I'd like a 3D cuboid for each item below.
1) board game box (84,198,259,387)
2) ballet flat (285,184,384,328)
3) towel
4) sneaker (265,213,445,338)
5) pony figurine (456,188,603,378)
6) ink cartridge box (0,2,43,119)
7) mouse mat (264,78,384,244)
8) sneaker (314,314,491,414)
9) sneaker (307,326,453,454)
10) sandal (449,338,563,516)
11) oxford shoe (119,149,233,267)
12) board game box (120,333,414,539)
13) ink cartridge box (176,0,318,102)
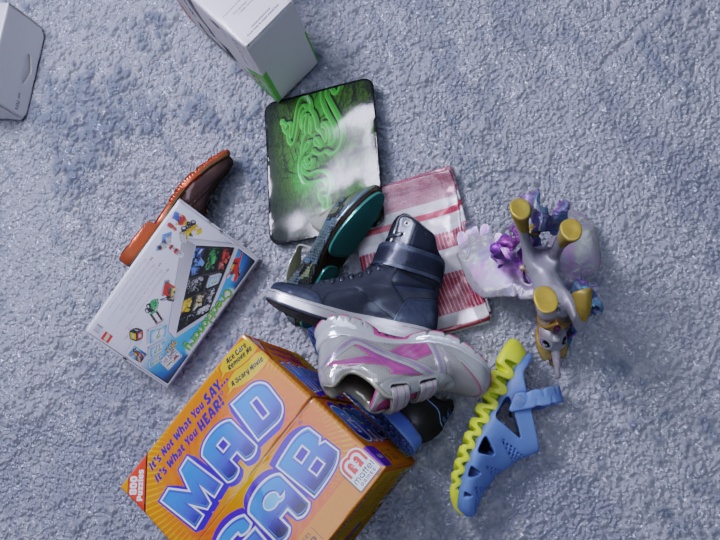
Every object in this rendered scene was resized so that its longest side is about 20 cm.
[{"bbox_3d":[-0.235,0.028,0.975,0.126,0.035,0.201,37,88,-14],"label":"board game box"},{"bbox_3d":[-0.046,-0.028,0.940,0.074,0.074,0.202,35,100,17],"label":"ballet flat"},{"bbox_3d":[0.069,-0.017,0.949,0.142,0.023,0.203,-16,76,11],"label":"towel"},{"bbox_3d":[0.000,0.000,0.892,0.199,0.077,0.149,13,79,-5],"label":"sneaker"},{"bbox_3d":[0.195,0.001,0.840,0.164,0.201,0.196,-13,64,5],"label":"pony figurine"},{"bbox_3d":[-0.584,-0.308,1.130,0.197,0.086,0.149,6,80,16],"label":"ink cartridge box"},{"bbox_3d":[-0.050,-0.141,0.997,0.158,0.008,0.203,-10,73,19],"label":"mouse mat"},{"bbox_3d":[0.041,0.116,0.829,0.197,0.082,0.089,9,54,2],"label":"sneaker"},{"bbox_3d":[0.023,0.122,0.914,0.078,0.071,0.200,-36,65,-20],"label":"sneaker"},{"bbox_3d":[0.161,0.182,0.860,0.086,0.079,0.202,24,86,13],"label":"sandal"},{"bbox_3d":[-0.225,-0.071,1.017,0.072,0.071,0.201,40,87,-11],"label":"oxford shoe"},{"bbox_3d":[-0.088,0.220,0.843,0.199,0.200,0.201,39,89,17],"label":"board game box"},{"bbox_3d":[-0.161,-0.336,1.001,0.084,0.146,0.200,-45,72,-3],"label":"ink cartridge box"}]
